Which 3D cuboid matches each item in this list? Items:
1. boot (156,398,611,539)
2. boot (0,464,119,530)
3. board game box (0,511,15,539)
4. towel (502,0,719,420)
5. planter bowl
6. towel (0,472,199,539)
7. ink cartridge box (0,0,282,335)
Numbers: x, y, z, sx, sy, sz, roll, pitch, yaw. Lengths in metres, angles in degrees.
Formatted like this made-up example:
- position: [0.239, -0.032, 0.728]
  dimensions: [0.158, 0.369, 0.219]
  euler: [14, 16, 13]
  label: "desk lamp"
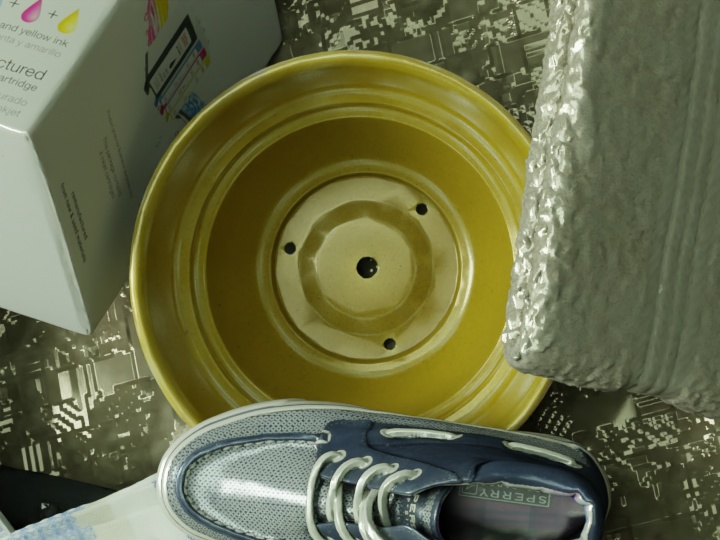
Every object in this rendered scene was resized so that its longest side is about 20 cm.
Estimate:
- position: [0.007, 0.094, 1.230]
  dimensions: [0.200, 0.090, 0.073]
  euler: [-1, 92, 5]
  label: "boot"
- position: [-0.179, 0.173, 1.377]
  dimensions: [0.200, 0.066, 0.165]
  euler: [13, 88, 17]
  label: "boot"
- position: [-0.235, 0.178, 1.339]
  dimensions: [0.200, 0.026, 0.200]
  euler: [-34, 96, 21]
  label: "board game box"
- position: [0.131, -0.042, 1.260]
  dimensions: [0.034, 0.133, 0.200]
  euler: [-1, 77, 60]
  label: "towel"
- position: [0.000, 0.000, 1.314]
  dimensions: [0.200, 0.083, 0.200]
  euler: [0, 93, 5]
  label: "planter bowl"
- position: [-0.137, 0.186, 1.271]
  dimensions: [0.200, 0.024, 0.147]
  euler: [-22, 79, -8]
  label: "towel"
- position: [-0.152, -0.105, 1.328]
  dimensions: [0.147, 0.145, 0.200]
  euler: [16, 55, 21]
  label: "ink cartridge box"
